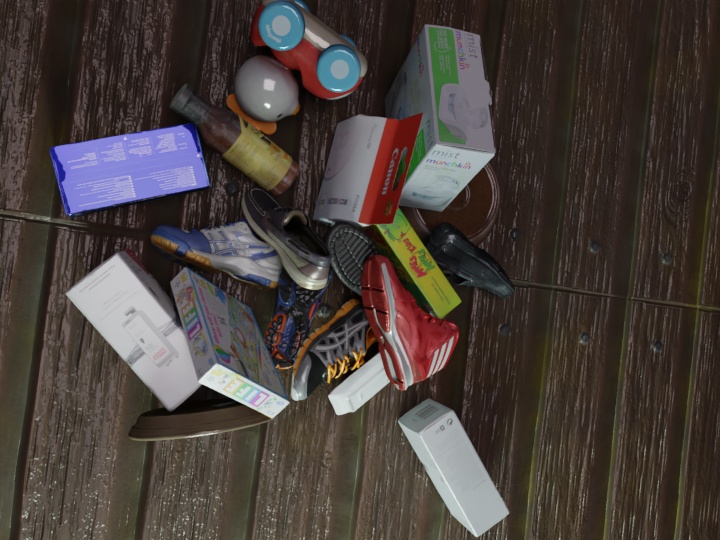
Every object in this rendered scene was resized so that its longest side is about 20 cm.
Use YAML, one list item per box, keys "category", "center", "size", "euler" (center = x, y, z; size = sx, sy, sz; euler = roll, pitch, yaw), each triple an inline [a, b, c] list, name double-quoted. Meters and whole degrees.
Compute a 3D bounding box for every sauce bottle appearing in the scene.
- category: "sauce bottle"
  center: [-0.180, -0.189, 0.913]
  size: [0.200, 0.066, 0.066]
  euler: [37, 80, -30]

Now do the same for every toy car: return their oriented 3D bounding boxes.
- category: "toy car"
  center: [-0.108, -0.276, 0.929]
  size: [0.176, 0.185, 0.200]
  euler: [33, 110, -16]

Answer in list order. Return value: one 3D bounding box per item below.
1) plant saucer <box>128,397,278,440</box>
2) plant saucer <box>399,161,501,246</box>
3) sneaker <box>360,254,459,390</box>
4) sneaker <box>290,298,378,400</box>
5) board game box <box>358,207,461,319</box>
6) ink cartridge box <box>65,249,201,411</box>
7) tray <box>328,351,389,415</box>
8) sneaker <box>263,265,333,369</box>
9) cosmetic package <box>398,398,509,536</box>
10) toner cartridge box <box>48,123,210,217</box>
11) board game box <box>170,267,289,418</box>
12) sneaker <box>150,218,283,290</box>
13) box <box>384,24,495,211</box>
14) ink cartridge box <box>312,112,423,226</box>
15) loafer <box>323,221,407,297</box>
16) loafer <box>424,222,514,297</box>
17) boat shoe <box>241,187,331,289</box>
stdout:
- category: "plant saucer"
  center: [-0.212, 0.197, 0.860]
  size: [0.198, 0.200, 0.030]
  euler: [-4, 84, -17]
- category: "plant saucer"
  center: [0.154, -0.126, 1.057]
  size: [0.198, 0.034, 0.202]
  euler: [0, 90, -18]
- category: "sneaker"
  center: [0.075, 0.063, 0.932]
  size: [0.115, 0.078, 0.202]
  euler: [-18, 105, -24]
- category: "sneaker"
  center: [-0.032, 0.120, 0.936]
  size: [0.077, 0.079, 0.200]
  euler: [28, 50, 19]
- category: "board game box"
  center: [0.068, -0.020, 0.994]
  size: [0.047, 0.102, 0.201]
  euler: [-38, 101, -12]
- category: "ink cartridge box"
  center: [-0.288, 0.076, 0.860]
  size: [0.083, 0.146, 0.201]
  euler: [-39, 102, -9]
- category: "tray"
  center: [0.039, 0.154, 0.989]
  size: [0.199, 0.108, 0.022]
  euler: [-38, 65, -13]
- category: "sneaker"
  center: [-0.097, 0.049, 0.959]
  size: [0.075, 0.078, 0.202]
  euler: [22, 80, -1]
- category: "cosmetic package"
  center: [0.148, 0.315, 1.024]
  size: [0.074, 0.102, 0.201]
  euler: [-30, 98, -14]
- category: "toner cartridge box"
  center: [-0.324, -0.144, 0.902]
  size: [0.198, 0.043, 0.096]
  euler: [-14, 95, -17]
- category: "board game box"
  center: [-0.178, 0.094, 0.850]
  size: [0.034, 0.200, 0.134]
  euler: [-42, 132, 8]
- category: "sneaker"
  center: [-0.205, -0.039, 0.932]
  size: [0.199, 0.075, 0.089]
  euler: [20, 77, -25]
- category: "box"
  center: [0.112, -0.219, 0.937]
  size: [0.096, 0.177, 0.202]
  euler: [5, 68, -16]
- category: "ink cartridge box"
  center: [0.003, -0.147, 0.921]
  size: [0.057, 0.200, 0.164]
  euler: [17, 85, -21]
- category: "loafer"
  center: [0.000, 0.000, 0.965]
  size: [0.073, 0.071, 0.200]
  euler: [-43, 127, -8]
- category: "loafer"
  center: [0.179, -0.005, 1.041]
  size: [0.200, 0.068, 0.070]
  euler: [33, 112, -33]
- category: "boat shoe"
  center: [-0.102, -0.060, 0.911]
  size: [0.072, 0.200, 0.065]
  euler: [-3, 136, -45]
